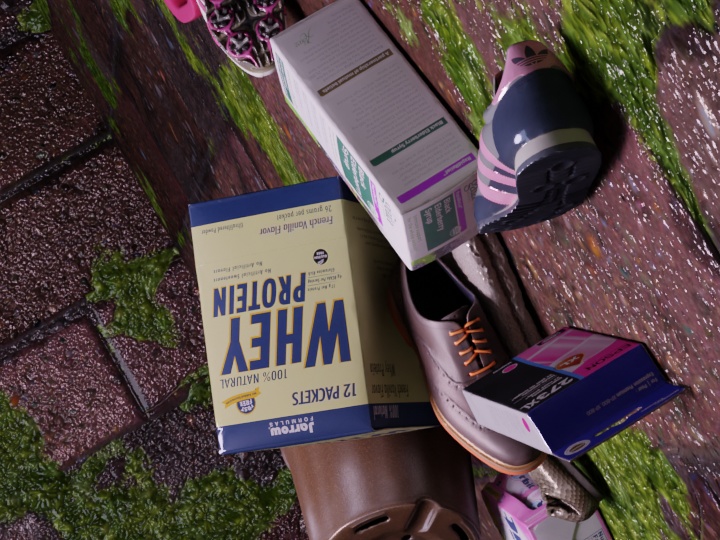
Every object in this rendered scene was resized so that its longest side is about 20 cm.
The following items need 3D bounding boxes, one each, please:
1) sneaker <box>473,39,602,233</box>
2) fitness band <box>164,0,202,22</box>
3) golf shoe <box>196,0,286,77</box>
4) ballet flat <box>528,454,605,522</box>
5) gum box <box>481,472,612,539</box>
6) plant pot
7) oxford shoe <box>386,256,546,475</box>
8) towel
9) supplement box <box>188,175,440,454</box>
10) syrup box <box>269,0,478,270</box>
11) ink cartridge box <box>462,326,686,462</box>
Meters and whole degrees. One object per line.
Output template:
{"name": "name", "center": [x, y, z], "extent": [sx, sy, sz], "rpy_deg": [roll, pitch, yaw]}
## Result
{"name": "sneaker", "center": [0.104, -0.080, 1.175], "extent": [0.200, 0.069, 0.083], "rpy_deg": [116, 140, -74]}
{"name": "fitness band", "center": [-0.205, -0.331, 1.999], "extent": [0.145, 0.037, 0.200], "rpy_deg": [62, 171, -9]}
{"name": "golf shoe", "center": [-0.109, -0.243, 1.707], "extent": [0.092, 0.072, 0.201], "rpy_deg": [67, 177, -56]}
{"name": "ballet flat", "center": [0.123, 0.138, 1.592], "extent": [0.200, 0.046, 0.067], "rpy_deg": [45, -175, 24]}
{"name": "gum box", "center": [0.186, 0.267, 1.673], "extent": [0.201, 0.066, 0.113], "rpy_deg": [64, 167, -17]}
{"name": "plant pot", "center": [0.021, 0.187, 1.726], "extent": [0.201, 0.198, 0.199], "rpy_deg": [70, -175, -45]}
{"name": "oxford shoe", "center": [0.079, 0.068, 1.466], "extent": [0.201, 0.071, 0.073], "rpy_deg": [55, 165, 22]}
{"name": "towel", "center": [0.099, 0.023, 1.521], "extent": [0.201, 0.034, 0.132], "rpy_deg": [64, 170, -20]}
{"name": "supplement box", "center": [-0.034, 0.041, 1.567], "extent": [0.200, 0.133, 0.202], "rpy_deg": [9, -108, -71]}
{"name": "syrup box", "center": [0.016, -0.106, 1.435], "extent": [0.201, 0.081, 0.079], "rpy_deg": [55, 170, 31]}
{"name": "ink cartridge box", "center": [0.143, 0.083, 1.306], "extent": [0.037, 0.094, 0.200], "rpy_deg": [62, 169, -11]}
